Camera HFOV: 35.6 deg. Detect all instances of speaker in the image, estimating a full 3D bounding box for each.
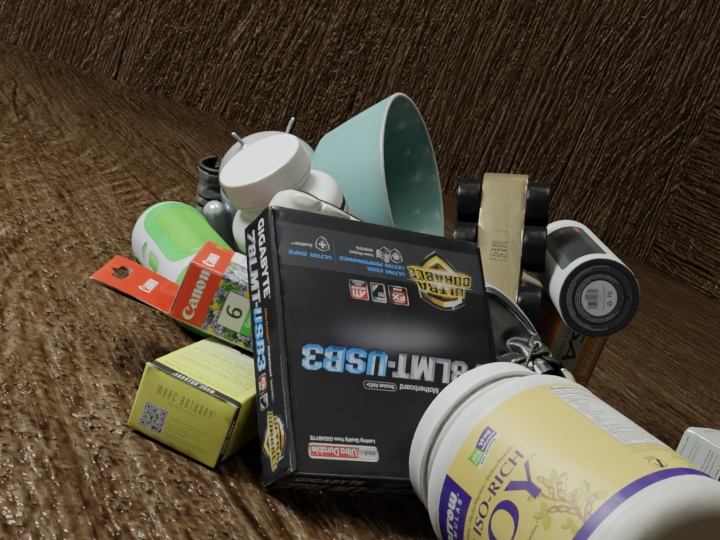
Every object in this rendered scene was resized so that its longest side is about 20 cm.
[{"bbox_3d":[-0.165,-0.005,1.093,0.088,0.089,0.200,16,12,-28],"label":"speaker"},{"bbox_3d":[0.228,0.005,1.163,0.081,0.082,0.200,21,13,-4],"label":"speaker"}]

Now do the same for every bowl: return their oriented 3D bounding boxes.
[{"bbox_3d":[0.011,-0.079,1.185,0.104,0.203,0.201,-7,1,19],"label":"bowl"}]

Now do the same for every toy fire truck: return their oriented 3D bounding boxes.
[{"bbox_3d":[0.134,0.013,1.199,0.127,0.178,0.200,3,-23,11],"label":"toy fire truck"}]

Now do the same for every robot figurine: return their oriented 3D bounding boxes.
[{"bbox_3d":[-0.094,-0.066,1.232,0.169,0.202,0.113,-25,35,-30],"label":"robot figurine"}]

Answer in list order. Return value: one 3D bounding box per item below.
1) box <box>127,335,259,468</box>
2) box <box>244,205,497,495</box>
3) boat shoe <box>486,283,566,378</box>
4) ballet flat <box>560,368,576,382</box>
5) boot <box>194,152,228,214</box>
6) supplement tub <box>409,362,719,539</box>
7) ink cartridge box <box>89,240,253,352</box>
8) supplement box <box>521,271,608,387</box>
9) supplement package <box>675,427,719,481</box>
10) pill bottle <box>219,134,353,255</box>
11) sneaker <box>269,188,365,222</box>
[{"bbox_3d":[-0.098,0.088,0.852,0.075,0.051,0.200,24,11,9],"label":"box"},{"bbox_3d":[0.014,0.064,0.831,0.198,0.200,0.050,10,-30,-32],"label":"box"},{"bbox_3d":[0.155,0.098,1.021,0.070,0.201,0.066,-28,2,-20],"label":"boat shoe"},{"bbox_3d":[0.170,0.115,1.092,0.199,0.067,0.067,34,16,-18],"label":"ballet flat"},{"bbox_3d":[-0.143,-0.069,1.326,0.067,0.132,0.200,24,10,18],"label":"boot"},{"bbox_3d":[0.132,0.155,0.715,0.144,0.147,0.200,15,12,-34],"label":"supplement tub"},{"bbox_3d":[-0.107,0.017,0.902,0.198,0.051,0.109,24,9,-5],"label":"ink cartridge box"},{"bbox_3d":[0.175,0.077,1.258,0.073,0.127,0.200,16,11,-30],"label":"supplement box"},{"bbox_3d":[0.321,0.221,0.766,0.190,0.148,0.199,12,13,-44],"label":"supplement package"},{"bbox_3d":[-0.054,-0.023,1.069,0.111,0.111,0.201,38,-21,58],"label":"pill bottle"},{"bbox_3d":[0.000,0.000,0.993,0.199,0.084,0.081,24,0,-14],"label":"sneaker"}]
